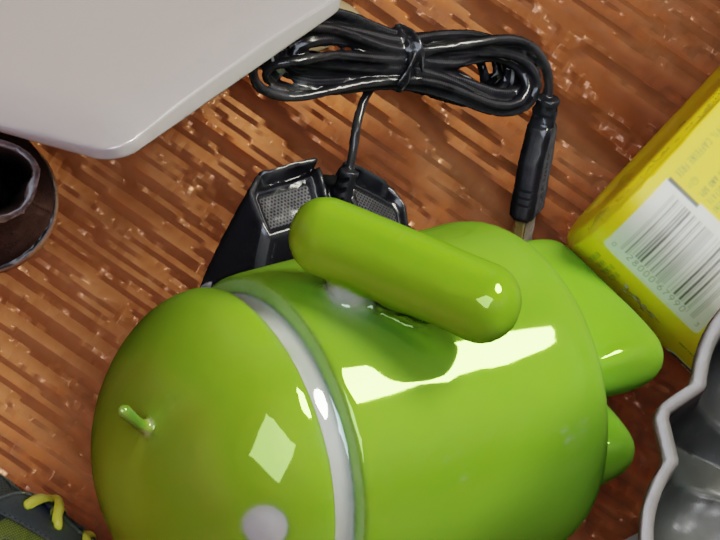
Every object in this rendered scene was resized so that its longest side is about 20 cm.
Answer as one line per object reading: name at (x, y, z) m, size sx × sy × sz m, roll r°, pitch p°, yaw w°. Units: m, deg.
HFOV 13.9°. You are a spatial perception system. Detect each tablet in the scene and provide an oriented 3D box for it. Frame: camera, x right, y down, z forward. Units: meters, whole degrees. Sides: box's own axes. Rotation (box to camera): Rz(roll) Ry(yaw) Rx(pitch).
tablet at (-0.121, -0.087, 0.982) m, size 0.199 × 0.130 × 0.014 m, roll 15°, pitch 125°, yaw 30°

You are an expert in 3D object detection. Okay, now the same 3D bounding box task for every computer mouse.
computer mouse at (0.000, 0.000, 1.054) m, size 0.140 × 0.046 × 0.201 m, roll -3°, pitch 109°, yaw -35°

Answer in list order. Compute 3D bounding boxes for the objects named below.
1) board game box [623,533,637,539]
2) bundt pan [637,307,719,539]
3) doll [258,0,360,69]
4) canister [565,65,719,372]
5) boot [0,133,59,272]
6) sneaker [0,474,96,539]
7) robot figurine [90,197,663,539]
board game box at (0.069, 0.166, 1.018) m, size 0.199 × 0.126 × 0.035 m, roll -26°, pitch 130°, yaw -6°
bundt pan at (0.180, 0.083, 0.941) m, size 0.201 × 0.076 × 0.203 m, roll 1°, pitch 84°, yaw -5°
doll at (-0.067, -0.169, 1.027) m, size 0.048 × 0.136 × 0.201 m, roll -29°, pitch 108°, yaw -25°
canister at (0.188, 0.010, 1.031) m, size 0.200 × 0.087 × 0.149 m, roll 44°, pitch 81°, yaw -2°
boot at (-0.198, -0.048, 0.983) m, size 0.199 × 0.166 × 0.073 m, roll 14°, pitch 85°, yaw -4°
sneaker at (-0.105, 0.115, 1.026) m, size 0.199 × 0.074 × 0.085 m, roll 5°, pitch 85°, yaw -5°
robot figurine at (0.000, 0.051, 0.969) m, size 0.199 × 0.176 × 0.116 m, roll -13°, pitch 45°, yaw -31°
